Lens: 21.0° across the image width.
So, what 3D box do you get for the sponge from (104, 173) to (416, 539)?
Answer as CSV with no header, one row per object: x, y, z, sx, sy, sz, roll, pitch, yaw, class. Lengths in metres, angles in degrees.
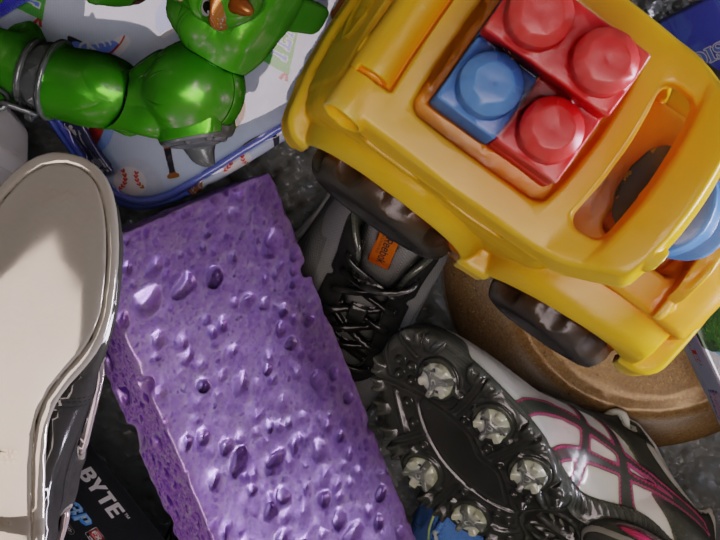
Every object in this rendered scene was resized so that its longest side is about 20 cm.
-0.047,0.066,0.846,0.030,0.111,0.201,-16,99,44,sponge

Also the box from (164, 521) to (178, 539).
-0.032,0.233,0.986,0.199,0.044,0.161,20,106,-8,box

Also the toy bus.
0.082,-0.052,0.744,0.200,0.192,0.136,36,86,-6,toy bus

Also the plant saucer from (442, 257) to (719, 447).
0.139,-0.002,0.922,0.199,0.035,0.201,-1,108,-2,plant saucer

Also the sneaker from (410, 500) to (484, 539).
0.038,0.166,0.918,0.105,0.200,0.076,52,140,7,sneaker

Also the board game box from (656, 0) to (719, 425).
0.218,-0.044,0.870,0.200,0.041,0.200,-27,93,-3,board game box

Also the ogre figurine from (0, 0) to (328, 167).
-0.072,-0.134,0.775,0.120,0.098,0.200,33,85,10,ogre figurine

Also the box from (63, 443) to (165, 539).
-0.130,0.182,0.878,0.159,0.046,0.200,48,139,21,box

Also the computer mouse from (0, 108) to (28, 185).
-0.181,-0.056,0.869,0.044,0.110,0.200,-44,98,-21,computer mouse

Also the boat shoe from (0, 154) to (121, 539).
-0.139,0.053,0.773,0.067,0.057,0.201,11,89,-7,boat shoe

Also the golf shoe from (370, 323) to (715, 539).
0.087,0.092,0.904,0.200,0.088,0.077,45,130,-10,golf shoe

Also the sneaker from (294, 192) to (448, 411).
0.000,0.000,0.895,0.074,0.079,0.201,20,110,-8,sneaker

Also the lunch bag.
-0.072,-0.130,0.856,0.200,0.076,0.161,-30,104,6,lunch bag
